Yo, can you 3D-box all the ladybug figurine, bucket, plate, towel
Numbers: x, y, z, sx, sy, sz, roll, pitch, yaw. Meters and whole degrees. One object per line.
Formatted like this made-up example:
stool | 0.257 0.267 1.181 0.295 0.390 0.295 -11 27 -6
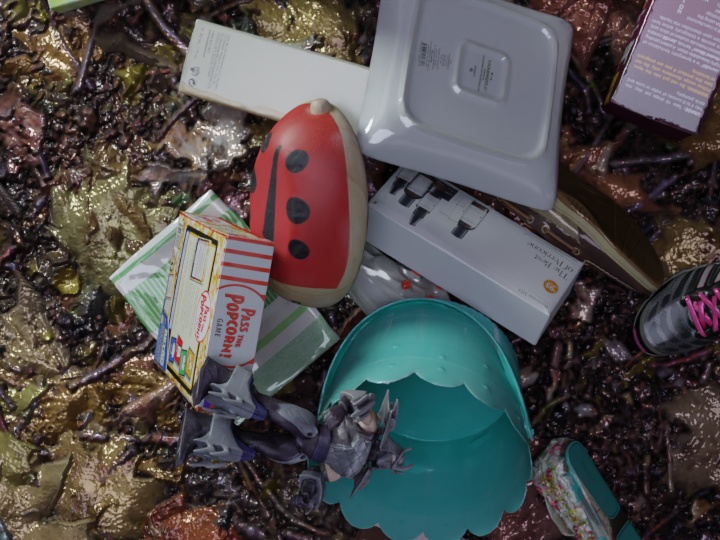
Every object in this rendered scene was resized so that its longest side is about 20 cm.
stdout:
ladybug figurine | -0.053 -0.057 1.056 0.135 0.071 0.202 32 126 44
bucket | 0.058 0.134 1.082 0.204 0.135 0.209 4 124 6
plate | 0.105 -0.174 1.075 0.198 0.032 0.202 15 70 -15
towel | -0.140 0.040 1.189 0.152 0.023 0.201 -40 89 7

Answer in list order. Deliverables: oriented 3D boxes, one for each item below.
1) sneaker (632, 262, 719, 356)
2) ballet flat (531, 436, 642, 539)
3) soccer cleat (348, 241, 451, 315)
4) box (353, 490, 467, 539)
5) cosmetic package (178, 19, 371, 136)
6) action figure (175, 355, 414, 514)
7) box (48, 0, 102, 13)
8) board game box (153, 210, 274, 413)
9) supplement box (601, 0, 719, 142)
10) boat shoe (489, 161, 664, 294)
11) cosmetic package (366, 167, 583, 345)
sneaker | 0.350 0.025 1.101 0.198 0.087 0.075 -22 91 7
ballet flat | 0.230 0.255 1.148 0.064 0.075 0.202 -32 85 38
soccer cleat | 0.000 0.000 1.151 0.199 0.069 0.078 37 138 14
box | 0.020 0.321 1.165 0.099 0.075 0.202 27 98 5
cosmetic package | -0.062 -0.175 1.127 0.198 0.104 0.074 18 96 6
action figure | -0.048 0.141 0.977 0.198 0.070 0.131 15 115 -12
box | -0.230 -0.353 1.168 0.197 0.036 0.146 -15 92 8
board game box | -0.139 0.033 1.079 0.046 0.200 0.154 9 96 -21
supplement box | 0.300 -0.228 1.079 0.085 0.110 0.202 22 96 5
boat shoe | 0.201 -0.040 1.132 0.199 0.072 0.072 38 127 -5
cosmetic package | 0.103 -0.021 1.110 0.199 0.051 0.083 31 53 12
